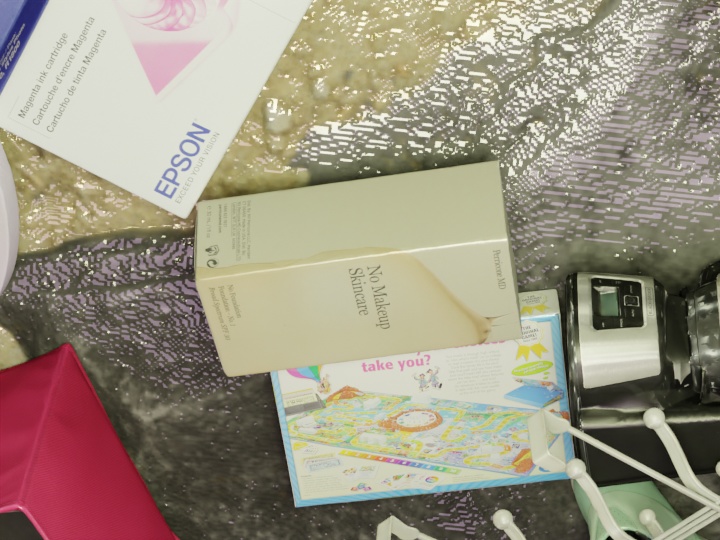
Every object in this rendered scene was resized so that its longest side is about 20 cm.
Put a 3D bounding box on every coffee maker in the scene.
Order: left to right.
[{"bbox_3d":[0.237,0.082,1.338,0.199,0.135,0.193,-6,109,11],"label":"coffee maker"}]

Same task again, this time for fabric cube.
[{"bbox_3d":[-0.251,0.204,1.387,0.199,0.200,0.197,-20,115,12],"label":"fabric cube"}]

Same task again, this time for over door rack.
[{"bbox_3d":[0.123,0.141,1.274,0.200,0.067,0.148,19,134,-41],"label":"over door rack"}]

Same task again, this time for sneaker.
[{"bbox_3d":[0.214,0.224,1.431,0.074,0.118,0.200,-34,113,17],"label":"sneaker"}]

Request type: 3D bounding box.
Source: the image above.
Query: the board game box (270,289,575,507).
[{"bbox_3d":[0.043,0.089,1.410,0.199,0.034,0.135,-6,118,5],"label":"board game box"}]

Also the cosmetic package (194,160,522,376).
[{"bbox_3d":[0.000,0.000,1.327,0.199,0.073,0.104,-8,138,7],"label":"cosmetic package"}]

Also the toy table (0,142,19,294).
[{"bbox_3d":[-0.295,-0.024,1.292,0.183,0.117,0.201,-3,121,20],"label":"toy table"}]

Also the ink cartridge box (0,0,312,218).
[{"bbox_3d":[-0.151,-0.156,1.278,0.200,0.043,0.197,25,117,-13],"label":"ink cartridge box"}]
